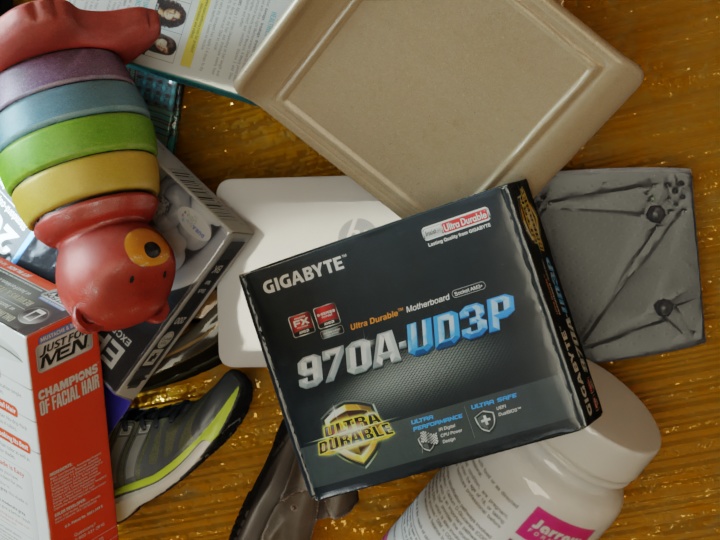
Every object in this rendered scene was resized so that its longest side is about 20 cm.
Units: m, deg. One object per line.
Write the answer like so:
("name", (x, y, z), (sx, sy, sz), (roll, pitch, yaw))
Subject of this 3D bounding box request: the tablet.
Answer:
("tablet", (0.000, 0.000, 1.112), (0.200, 0.014, 0.130), (-1, 89, 9))

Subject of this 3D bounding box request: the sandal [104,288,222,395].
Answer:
("sandal", (-0.106, 0.029, 1.177), (0.200, 0.082, 0.055), (-36, 75, 17))

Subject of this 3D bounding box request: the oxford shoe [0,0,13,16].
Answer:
("oxford shoe", (-0.283, -0.229, 1.168), (0.084, 0.073, 0.200), (13, 95, 28))

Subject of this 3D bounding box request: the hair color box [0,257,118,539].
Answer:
("hair color box", (-0.231, 0.104, 1.142), (0.111, 0.064, 0.200), (23, 126, 38))

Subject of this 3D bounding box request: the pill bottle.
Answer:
("pill bottle", (0.107, 0.159, 1.121), (0.113, 0.113, 0.200), (37, 115, 3))

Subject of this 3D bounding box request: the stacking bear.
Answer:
("stacking bear", (-0.175, -0.058, 1.063), (0.114, 0.121, 0.200), (-25, 77, 38))

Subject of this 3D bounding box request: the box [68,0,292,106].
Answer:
("box", (-0.121, -0.173, 1.145), (0.200, 0.049, 0.082), (18, 91, 8))

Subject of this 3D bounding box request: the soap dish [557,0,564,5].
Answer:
("soap dish", (0.058, -0.171, 1.098), (0.157, 0.081, 0.200), (6, 102, 11))

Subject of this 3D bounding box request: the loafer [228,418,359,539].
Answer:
("loafer", (-0.030, 0.139, 1.173), (0.071, 0.073, 0.200), (24, 108, -7))

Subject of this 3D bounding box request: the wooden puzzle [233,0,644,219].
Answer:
("wooden puzzle", (0.047, -0.121, 1.027), (0.200, 0.037, 0.185), (35, 125, -10))

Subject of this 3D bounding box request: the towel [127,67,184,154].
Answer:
("towel", (-0.210, -0.064, 1.208), (0.146, 0.022, 0.200), (12, 103, 9))

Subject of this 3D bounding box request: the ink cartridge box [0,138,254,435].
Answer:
("ink cartridge box", (-0.200, -0.011, 1.155), (0.198, 0.043, 0.200), (43, 106, 22))

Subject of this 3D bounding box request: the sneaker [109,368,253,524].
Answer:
("sneaker", (-0.163, 0.127, 1.204), (0.200, 0.074, 0.081), (-37, 91, 19))

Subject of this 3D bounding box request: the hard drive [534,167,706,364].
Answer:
("hard drive", (0.130, -0.003, 1.129), (0.200, 0.042, 0.135), (-6, 100, 8))

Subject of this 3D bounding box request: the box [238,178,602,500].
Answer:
("box", (0.037, 0.047, 1.053), (0.200, 0.046, 0.159), (-18, 90, 25))
